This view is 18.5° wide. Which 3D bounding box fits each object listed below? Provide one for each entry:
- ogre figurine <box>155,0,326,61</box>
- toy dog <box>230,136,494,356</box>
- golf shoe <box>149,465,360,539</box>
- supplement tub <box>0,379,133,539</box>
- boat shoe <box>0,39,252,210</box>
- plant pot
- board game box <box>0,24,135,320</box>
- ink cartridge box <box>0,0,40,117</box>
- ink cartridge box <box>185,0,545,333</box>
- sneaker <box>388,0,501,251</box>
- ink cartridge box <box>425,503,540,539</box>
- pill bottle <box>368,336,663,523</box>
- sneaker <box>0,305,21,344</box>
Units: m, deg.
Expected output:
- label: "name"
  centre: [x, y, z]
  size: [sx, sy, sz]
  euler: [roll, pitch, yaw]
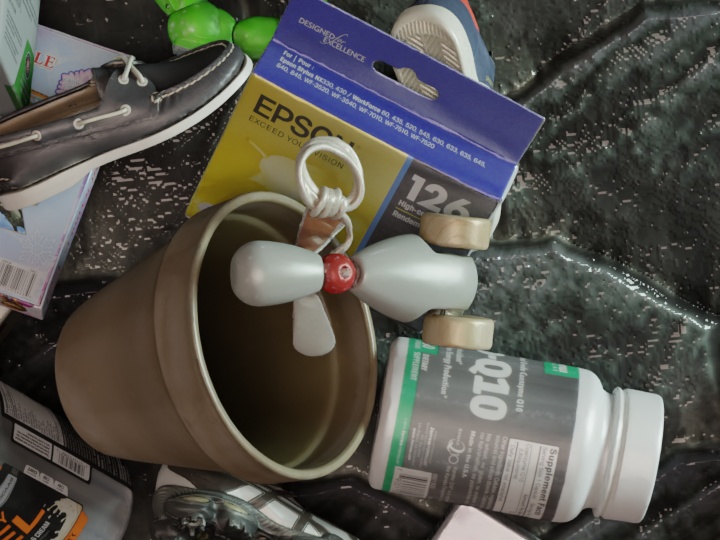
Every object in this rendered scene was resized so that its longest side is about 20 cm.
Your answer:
- label: "ogre figurine"
  centre: [-0.100, -0.230, 1.564]
  size: [0.120, 0.098, 0.200]
  euler: [-22, 108, -7]
- label: "toy dog"
  centre: [0.000, 0.000, 1.509]
  size: [0.200, 0.096, 0.132]
  euler: [26, 78, -25]
- label: "golf shoe"
  centre: [-0.062, 0.183, 1.631]
  size: [0.200, 0.095, 0.078]
  euler: [27, 126, -28]
- label: "supplement tub"
  centre: [-0.265, 0.141, 1.561]
  size: [0.123, 0.123, 0.200]
  euler: [-46, 135, 7]
- label: "boat shoe"
  centre: [-0.172, -0.113, 1.521]
  size: [0.200, 0.074, 0.060]
  euler: [-26, 114, 5]
- label: "plant pot"
  centre: [-0.115, 0.059, 1.558]
  size: [0.173, 0.200, 0.200]
  euler: [-14, 99, 35]
- label: "board game box"
  centre: [-0.286, -0.091, 1.579]
  size: [0.200, 0.041, 0.200]
  euler: [20, 75, -1]
- label: "ink cartridge box"
  centre: [-0.267, -0.222, 1.515]
  size: [0.083, 0.147, 0.200]
  euler: [4, 75, 1]
- label: "ink cartridge box"
  centre: [-0.001, -0.071, 1.562]
  size: [0.197, 0.047, 0.200]
  euler: [27, 132, -1]
- label: "sneaker"
  centre: [0.070, -0.111, 1.592]
  size: [0.075, 0.085, 0.200]
  euler: [4, 123, 17]
- label: "ink cartridge box"
  centre: [0.114, 0.284, 1.655]
  size: [0.200, 0.057, 0.163]
  euler: [33, 97, 2]
- label: "pill bottle"
  centre: [0.111, 0.119, 1.598]
  size: [0.200, 0.113, 0.113]
  euler: [10, 98, -1]
- label: "sneaker"
  centre: [-0.312, 0.024, 1.623]
  size: [0.106, 0.075, 0.200]
  euler: [38, 90, 2]
